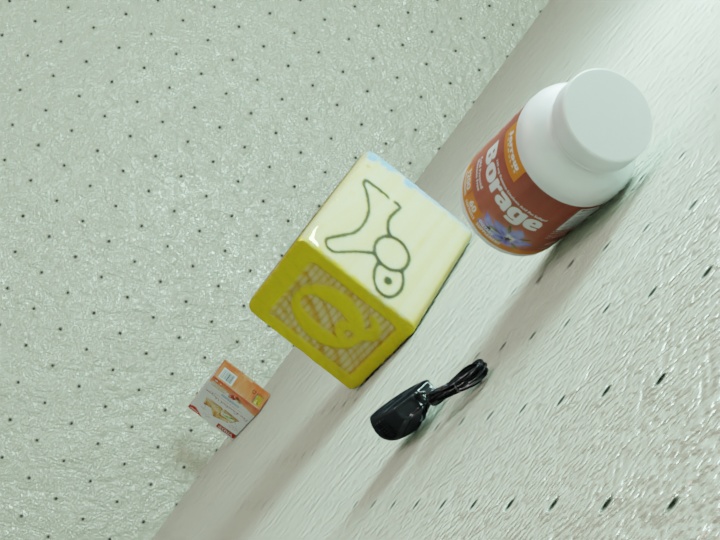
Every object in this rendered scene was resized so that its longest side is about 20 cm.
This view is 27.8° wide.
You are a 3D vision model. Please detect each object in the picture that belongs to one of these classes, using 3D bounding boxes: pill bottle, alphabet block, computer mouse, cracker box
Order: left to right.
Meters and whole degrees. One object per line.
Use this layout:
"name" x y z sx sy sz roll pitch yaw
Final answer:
"cracker box" -0.304 0.300 3.353 0.058 0.134 0.200 -55 4 -35
"alphabet block" 0.000 0.000 1.952 0.200 0.195 0.197 -54 2 -40
"computer mouse" 0.064 0.119 1.304 0.058 0.034 0.200 -36 1 -27
"pill bottle" 0.173 -0.096 1.285 0.112 0.112 0.200 -54 3 -27
